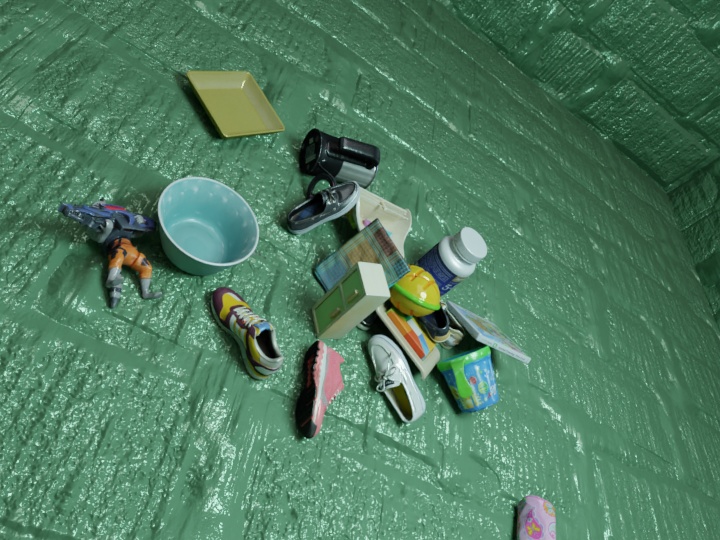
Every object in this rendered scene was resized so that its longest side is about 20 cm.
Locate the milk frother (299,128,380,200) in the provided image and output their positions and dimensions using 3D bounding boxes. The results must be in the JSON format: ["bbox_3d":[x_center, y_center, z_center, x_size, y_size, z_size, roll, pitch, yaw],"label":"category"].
[{"bbox_3d":[-0.052,-0.247,1.381,0.186,0.180,0.204,10,97,-33],"label":"milk frother"}]

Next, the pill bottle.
[{"bbox_3d":[0.232,-0.020,1.378,0.118,0.200,0.121,21,49,-25],"label":"pill bottle"}]

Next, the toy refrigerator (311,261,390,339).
[{"bbox_3d":[-0.028,0.067,1.099,0.069,0.200,0.077,6,56,-36],"label":"toy refrigerator"}]

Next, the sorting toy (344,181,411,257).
[{"bbox_3d":[0.043,-0.097,1.323,0.198,0.107,0.182,21,41,-37],"label":"sorting toy"}]

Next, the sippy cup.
[{"bbox_3d":[0.267,0.265,1.259,0.176,0.139,0.132,-13,78,-34],"label":"sippy cup"}]

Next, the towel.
[{"bbox_3d":[0.000,0.000,1.178,0.148,0.199,0.022,56,21,12],"label":"towel"}]

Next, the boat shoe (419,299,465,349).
[{"bbox_3d":[0.193,0.105,1.352,0.201,0.068,0.075,49,42,1],"label":"boat shoe"}]

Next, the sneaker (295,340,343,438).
[{"bbox_3d":[-0.069,0.236,1.036,0.086,0.074,0.203,27,46,-23],"label":"sneaker"}]

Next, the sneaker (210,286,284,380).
[{"bbox_3d":[-0.210,0.105,1.002,0.075,0.090,0.201,-27,79,-47],"label":"sneaker"}]

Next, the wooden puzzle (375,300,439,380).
[{"bbox_3d":[0.121,0.144,1.239,0.202,0.037,0.185,57,18,7],"label":"wooden puzzle"}]

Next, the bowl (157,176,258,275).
[{"bbox_3d":[-0.312,-0.071,1.036,0.198,0.105,0.204,21,48,-26],"label":"bowl"}]

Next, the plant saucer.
[{"bbox_3d":[-0.318,-0.410,1.322,0.199,0.048,0.202,-22,76,-46],"label":"plant saucer"}]

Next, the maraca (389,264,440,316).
[{"bbox_3d":[0.109,0.035,1.223,0.136,0.108,0.200,23,14,-38],"label":"maraca"}]

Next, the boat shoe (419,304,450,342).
[{"bbox_3d":[0.160,0.080,1.285,0.074,0.063,0.202,-21,60,-11],"label":"boat shoe"}]

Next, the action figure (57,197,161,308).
[{"bbox_3d":[-0.444,-0.045,0.913,0.195,0.104,0.199,61,19,21],"label":"action figure"}]

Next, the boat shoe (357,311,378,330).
[{"bbox_3d":[0.028,0.044,1.261,0.074,0.066,0.201,30,45,-18],"label":"boat shoe"}]

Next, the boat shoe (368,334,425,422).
[{"bbox_3d":[0.065,0.239,1.141,0.086,0.074,0.204,-12,74,-62],"label":"boat shoe"}]

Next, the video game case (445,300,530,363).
[{"bbox_3d":[0.331,0.159,1.381,0.180,0.022,0.200,26,13,-23],"label":"video game case"}]

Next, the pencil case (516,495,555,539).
[{"bbox_3d":[0.378,0.598,1.136,0.087,0.087,0.202,34,43,-14],"label":"pencil case"}]

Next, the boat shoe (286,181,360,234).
[{"bbox_3d":[-0.089,-0.158,1.233,0.198,0.066,0.071,-28,69,-5],"label":"boat shoe"}]
